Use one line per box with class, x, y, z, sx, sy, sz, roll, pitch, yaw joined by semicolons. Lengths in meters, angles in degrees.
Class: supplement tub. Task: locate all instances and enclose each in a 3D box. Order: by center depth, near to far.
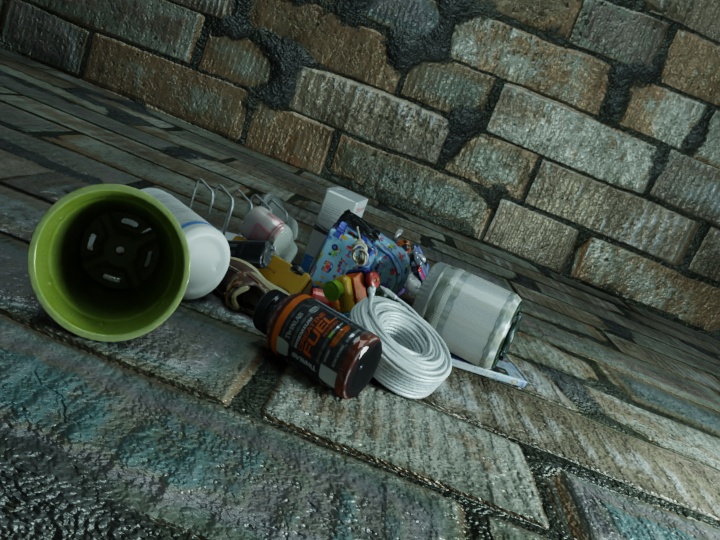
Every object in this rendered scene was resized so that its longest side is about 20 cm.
supplement tub;-0.071;0.104;0.989;0.198;0.109;0.106;27;14;24
supplement tub;-0.328;-0.049;1.119;0.131;0.134;0.199;6;21;-48

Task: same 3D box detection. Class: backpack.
backpack;0.000;0.000;1.381;0.198;0.184;0.135;33;21;-2

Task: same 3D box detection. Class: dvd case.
dvd case;0.243;0.185;1.365;0.196;0.018;0.143;18;13;-13

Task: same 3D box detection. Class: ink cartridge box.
ink cartridge box;-0.062;-0.088;1.540;0.082;0.204;0.145;22;13;7

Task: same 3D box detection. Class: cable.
cable;0.063;0.128;1.105;0.199;0.070;0.200;37;25;3

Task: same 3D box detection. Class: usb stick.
usb stick;-0.249;-0.031;1.209;0.196;0.056;0.033;2;-30;27

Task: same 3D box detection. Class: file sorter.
file sorter;-0.279;-0.110;1.452;0.197;0.127;0.139;13;16;-35

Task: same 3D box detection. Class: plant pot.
plant pot;-0.346;-0.021;0.917;0.196;0.204;0.190;17;3;-18

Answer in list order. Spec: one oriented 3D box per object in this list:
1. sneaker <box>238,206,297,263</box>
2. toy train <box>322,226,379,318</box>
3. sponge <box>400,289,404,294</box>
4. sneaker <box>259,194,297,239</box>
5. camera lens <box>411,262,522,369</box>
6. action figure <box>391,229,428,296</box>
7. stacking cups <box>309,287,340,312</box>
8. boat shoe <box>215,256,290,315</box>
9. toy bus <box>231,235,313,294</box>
sneaker;-0.188;-0.061;1.306;0.104;0.075;0.201;39;-21;14
toy train;-0.027;0.025;1.202;0.083;0.205;0.115;-7;3;37
sponge;0.047;0.036;1.608;0.110;0.030;0.200;25;14;10
sneaker;-0.229;-0.130;1.647;0.078;0.080;0.200;4;-21;17
camera lens;0.215;0.092;1.297;0.197;0.163;0.160;25;14;17
action figure;0.134;0.011;1.664;0.103;0.202;0.195;-20;27;11
stacking cups;-0.008;0.074;1.301;0.196;0.062;0.061;17;14;-20
boat shoe;-0.204;0.036;1.129;0.198;0.073;0.072;32;14;14
toy bus;-0.180;0.007;1.234;0.198;0.065;0.079;28;-24;23
